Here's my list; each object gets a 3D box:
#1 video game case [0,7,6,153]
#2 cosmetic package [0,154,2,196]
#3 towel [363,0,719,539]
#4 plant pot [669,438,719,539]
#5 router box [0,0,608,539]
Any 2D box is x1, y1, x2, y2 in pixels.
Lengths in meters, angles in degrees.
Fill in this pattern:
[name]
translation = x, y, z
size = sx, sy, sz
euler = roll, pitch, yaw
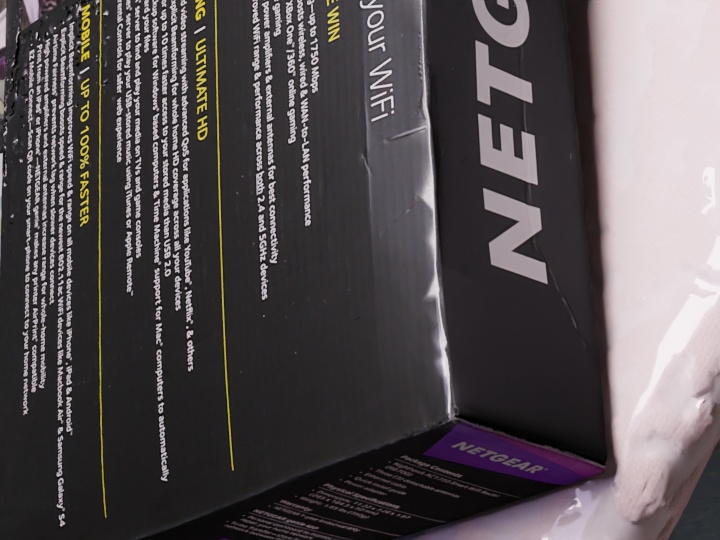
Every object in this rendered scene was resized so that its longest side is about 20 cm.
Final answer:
[video game case]
translation = -0.034, -0.129, 0.661
size = 0.181, 0.036, 0.200
euler = -15, 32, 51
[cosmetic package]
translation = -0.171, -0.030, 1.025
size = 0.201, 0.071, 0.101
euler = -60, 37, 6
[towel]
translation = 0.018, 0.012, 0.473
size = 0.191, 0.032, 0.201
euler = 34, 97, 54
[plant pot]
translation = 0.098, 0.007, 0.569
size = 0.195, 0.199, 0.197
euler = -24, 52, 40
[router box]
translation = -0.022, -0.035, 0.462
size = 0.149, 0.051, 0.201
euler = -23, 60, 41
